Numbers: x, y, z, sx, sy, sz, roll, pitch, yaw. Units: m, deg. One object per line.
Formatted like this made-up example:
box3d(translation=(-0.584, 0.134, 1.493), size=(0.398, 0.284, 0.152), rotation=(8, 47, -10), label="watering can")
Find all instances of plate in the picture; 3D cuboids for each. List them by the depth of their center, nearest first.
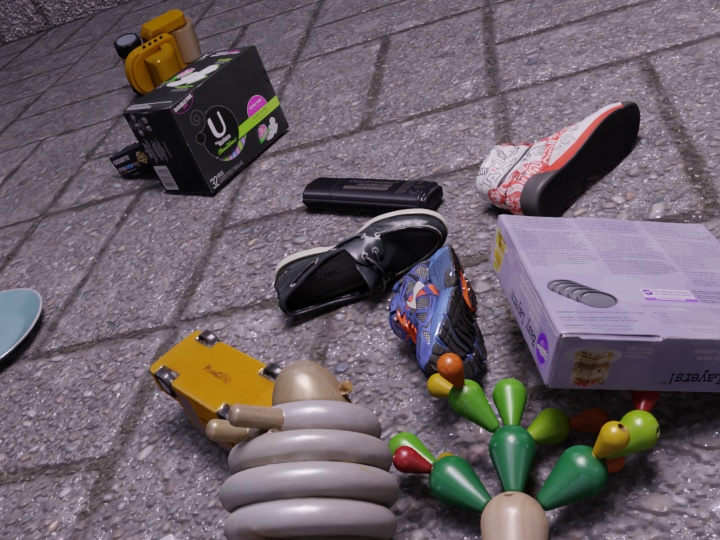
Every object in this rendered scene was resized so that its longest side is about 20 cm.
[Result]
box3d(translation=(-0.499, 0.095, 1.021), size=(0.198, 0.026, 0.201), rotation=(-16, 34, 11), label="plate")

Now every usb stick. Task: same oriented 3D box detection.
box3d(translation=(0.010, -0.094, 0.983), size=(0.198, 0.033, 0.055), rotation=(7, 35, 38), label="usb stick")

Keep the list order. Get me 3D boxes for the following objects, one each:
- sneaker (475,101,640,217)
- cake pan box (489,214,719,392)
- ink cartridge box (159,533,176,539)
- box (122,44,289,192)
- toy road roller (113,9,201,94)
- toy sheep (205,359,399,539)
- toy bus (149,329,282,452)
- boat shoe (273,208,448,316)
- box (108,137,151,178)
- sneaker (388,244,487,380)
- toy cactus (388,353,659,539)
box3d(translation=(0.218, -0.135, 0.883), size=(0.201, 0.068, 0.107), rotation=(-41, 39, -22), label="sneaker")
box3d(translation=(0.215, 0.019, 0.607), size=(0.197, 0.053, 0.185), rotation=(1, 31, -7), label="cake pan box")
box3d(translation=(-0.170, 0.294, 0.510), size=(0.175, 0.045, 0.200), rotation=(-29, 33, -13), label="ink cartridge box")
box3d(translation=(-0.235, -0.236, 1.229), size=(0.123, 0.150, 0.200), rotation=(6, 42, 39), label="box")
box3d(translation=(-0.417, -0.458, 1.703), size=(0.199, 0.124, 0.145), rotation=(-39, 50, -24), label="toy road roller")
box3d(translation=(-0.037, 0.160, 0.540), size=(0.136, 0.138, 0.203), rotation=(-9, 67, 20), label="toy sheep")
box3d(translation=(-0.105, 0.119, 0.695), size=(0.199, 0.079, 0.065), rotation=(17, 50, 45), label="toy bus")
box3d(translation=(-0.001, -0.002, 0.815), size=(0.197, 0.075, 0.066), rotation=(-15, 35, 12), label="boat shoe")
box3d(translation=(-0.315, -0.242, 1.354), size=(0.158, 0.046, 0.200), rotation=(-7, 33, 46), label="box")
box3d(translation=(0.064, 0.048, 0.708), size=(0.078, 0.076, 0.200), rotation=(-26, 15, 14), label="sneaker")
box3d(translation=(0.108, 0.137, 0.542), size=(0.197, 0.103, 0.166), rotation=(-3, 46, 14), label="toy cactus")
